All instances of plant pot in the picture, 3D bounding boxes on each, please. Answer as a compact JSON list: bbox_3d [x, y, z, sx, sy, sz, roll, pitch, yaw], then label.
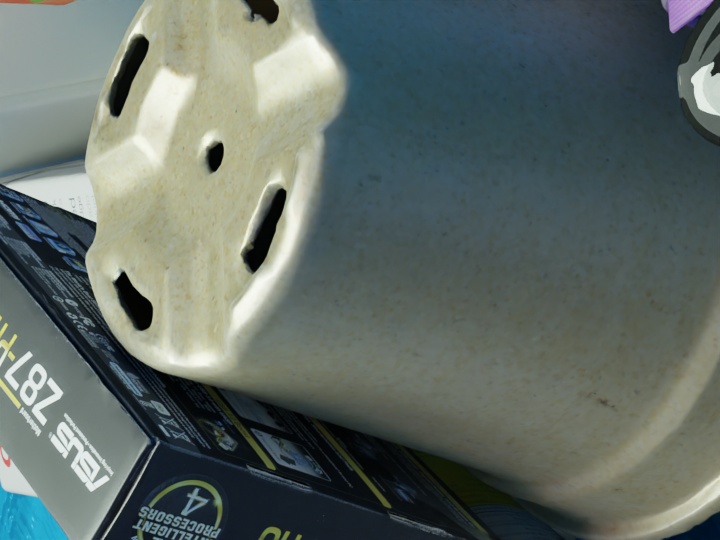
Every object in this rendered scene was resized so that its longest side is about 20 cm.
[{"bbox_3d":[0.022,-0.022,0.842,0.200,0.183,0.200,-19,66,50],"label":"plant pot"}]

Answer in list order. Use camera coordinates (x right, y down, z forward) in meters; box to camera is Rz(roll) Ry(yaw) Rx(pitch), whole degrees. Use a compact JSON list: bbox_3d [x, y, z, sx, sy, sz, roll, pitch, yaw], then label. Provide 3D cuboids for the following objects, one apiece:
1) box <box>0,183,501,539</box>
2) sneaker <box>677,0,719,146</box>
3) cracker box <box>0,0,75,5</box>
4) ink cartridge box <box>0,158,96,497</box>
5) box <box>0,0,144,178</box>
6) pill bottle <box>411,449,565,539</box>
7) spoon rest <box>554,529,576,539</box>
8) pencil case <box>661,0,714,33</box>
[{"bbox_3d":[-0.061,0.043,0.889,0.200,0.161,0.049,43,107,48],"label":"box"},{"bbox_3d":[0.142,-0.067,0.675,0.200,0.083,0.071,-9,93,59],"label":"sneaker"},{"bbox_3d":[-0.085,-0.158,1.019,0.200,0.134,0.058,-16,85,31],"label":"cracker box"},{"bbox_3d":[-0.098,0.025,1.136,0.200,0.083,0.147,-3,100,62],"label":"ink cartridge box"},{"bbox_3d":[-0.186,-0.121,1.243,0.200,0.199,0.171,-43,64,61],"label":"box"},{"bbox_3d":[0.041,0.141,0.938,0.200,0.112,0.112,38,134,48],"label":"pill bottle"},{"bbox_3d":[0.026,0.080,1.077,0.200,0.061,0.099,-3,99,63],"label":"spoon rest"},{"bbox_3d":[0.096,-0.171,0.813,0.084,0.085,0.200,-40,66,46],"label":"pencil case"}]
